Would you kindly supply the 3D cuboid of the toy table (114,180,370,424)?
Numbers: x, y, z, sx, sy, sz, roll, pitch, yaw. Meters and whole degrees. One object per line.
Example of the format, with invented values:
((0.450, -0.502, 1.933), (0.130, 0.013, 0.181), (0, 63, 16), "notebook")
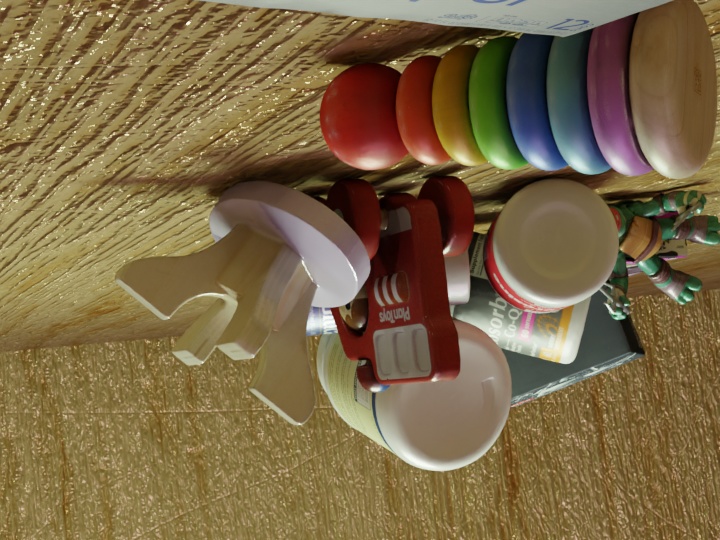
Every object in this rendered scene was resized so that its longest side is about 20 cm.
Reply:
((-0.084, 0.018, 1.093), (0.183, 0.118, 0.200), (36, 162, -2), "toy table")

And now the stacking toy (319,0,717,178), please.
((0.068, -0.085, 0.695), (0.197, 0.087, 0.085), (0, 179, 30), "stacking toy")

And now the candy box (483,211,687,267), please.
((0.254, -0.028, 1.633), (0.135, 0.062, 0.199), (-2, 174, -41), "candy box")

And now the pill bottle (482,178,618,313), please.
((0.173, -0.018, 1.335), (0.110, 0.114, 0.200), (-6, 175, 0), "pill bottle")

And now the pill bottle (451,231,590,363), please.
((0.146, 0.023, 1.532), (0.197, 0.118, 0.116), (13, 178, 8), "pill bottle")

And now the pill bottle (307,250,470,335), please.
((0.000, 0.000, 1.336), (0.197, 0.113, 0.111), (-6, 175, -3), "pill bottle")

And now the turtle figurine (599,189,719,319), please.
((0.296, -0.030, 1.468), (0.199, 0.101, 0.151), (13, 118, -49), "turtle figurine")

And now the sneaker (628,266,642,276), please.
((0.307, -0.008, 1.859), (0.197, 0.074, 0.071), (-8, 168, 8), "sneaker")

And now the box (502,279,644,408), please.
((0.241, 0.094, 1.787), (0.198, 0.105, 0.182), (-23, 169, 14), "box")

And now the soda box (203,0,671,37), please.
((0.002, -0.104, 0.347), (0.198, 0.069, 0.063), (-2, 175, -38), "soda box")

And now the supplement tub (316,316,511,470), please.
((0.048, 0.106, 1.426), (0.143, 0.147, 0.200), (-4, -169, -24), "supplement tub")

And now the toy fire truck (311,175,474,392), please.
((0.018, 0.015, 1.182), (0.111, 0.171, 0.199), (-3, 175, -26), "toy fire truck")
